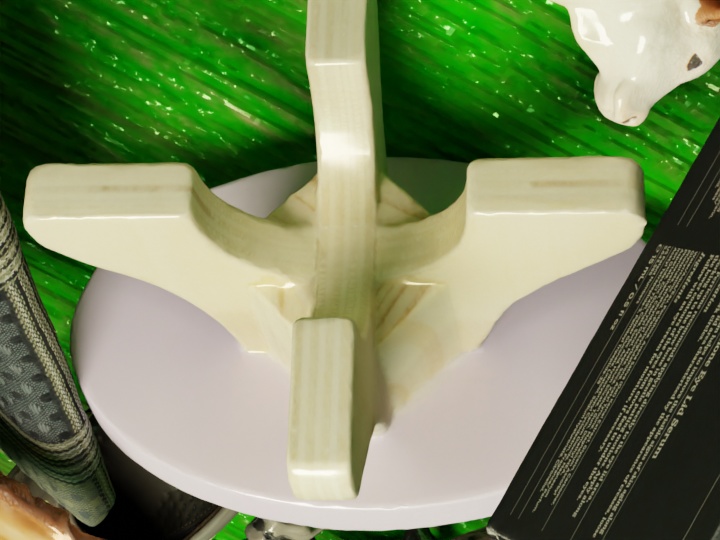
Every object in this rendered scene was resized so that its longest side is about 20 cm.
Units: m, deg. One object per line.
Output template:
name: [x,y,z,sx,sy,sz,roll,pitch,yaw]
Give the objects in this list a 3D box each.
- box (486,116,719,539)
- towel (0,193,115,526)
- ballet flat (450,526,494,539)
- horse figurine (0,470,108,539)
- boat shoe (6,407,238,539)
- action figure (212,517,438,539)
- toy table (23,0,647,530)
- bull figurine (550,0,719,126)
box: [0.133,0.013,0.720,0.079,0.200,0.141,32,176,-13]
towel: [-0.158,-0.026,0.898,0.200,0.035,0.193,40,158,36]
ballet flat: [0.112,0.121,0.927,0.200,0.071,0.069,35,170,-27]
horse figurine: [-0.162,0.053,0.913,0.200,0.050,0.133,52,159,11]
boat shoe: [-0.087,0.081,0.952,0.201,0.061,0.072,-43,87,24]
action figure: [-0.020,0.126,1.030,0.200,0.102,0.119,40,105,-17]
toy table: [0.000,0.000,0.834,0.199,0.184,0.117,-11,153,1]
bull figurine: [0.063,-0.122,0.718,0.121,0.065,0.200,-8,138,-19]
